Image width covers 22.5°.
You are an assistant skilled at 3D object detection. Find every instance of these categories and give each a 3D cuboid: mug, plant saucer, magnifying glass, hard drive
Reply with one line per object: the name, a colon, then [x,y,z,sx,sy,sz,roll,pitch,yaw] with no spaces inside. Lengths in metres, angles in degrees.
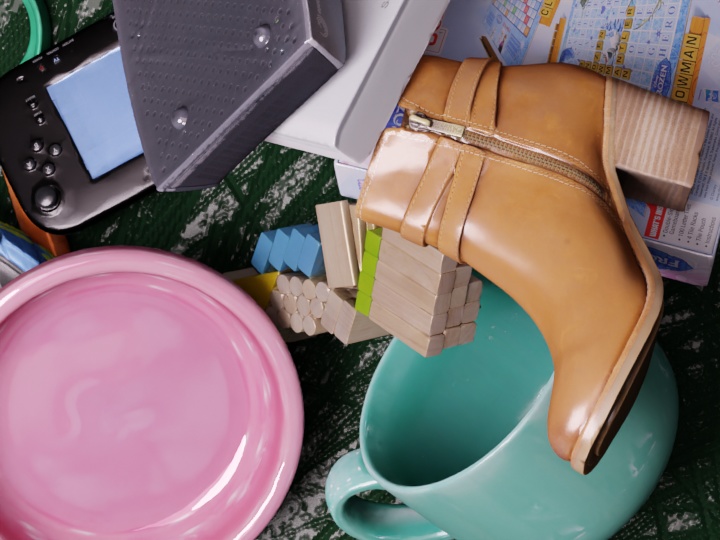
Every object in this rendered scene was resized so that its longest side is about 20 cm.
mug: [0.083,0.082,0.971,0.114,0.185,0.152,37,61,-28]
plant saucer: [-0.133,0.081,0.997,0.200,0.051,0.201,-3,106,-10]
magnifying glass: [-0.209,-0.089,1.081,0.080,0.022,0.200,-17,88,11]
hard drive: [-0.070,-0.145,0.922,0.135,0.042,0.200,-41,46,31]
hard drive: [-0.036,-0.131,0.942,0.200,0.027,0.132,19,79,51]

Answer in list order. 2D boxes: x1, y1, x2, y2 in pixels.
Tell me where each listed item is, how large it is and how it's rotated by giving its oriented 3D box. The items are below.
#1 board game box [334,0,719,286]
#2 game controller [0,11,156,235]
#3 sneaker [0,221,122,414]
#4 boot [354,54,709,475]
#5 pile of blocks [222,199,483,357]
board game box: [0.111,-0.109,0.958,0.199,0.041,0.200,15,68,11]
game controller: [-0.118,-0.104,1.040,0.200,0.042,0.104,-28,89,4]
sneaker: [-0.184,0.042,1.037,0.083,0.071,0.200,-43,101,0]
boot: [0.070,-0.012,0.858,0.155,0.077,0.200,13,74,9]
pile of blocks: [0.000,0.000,0.987,0.200,0.062,0.082,-1,98,49]
